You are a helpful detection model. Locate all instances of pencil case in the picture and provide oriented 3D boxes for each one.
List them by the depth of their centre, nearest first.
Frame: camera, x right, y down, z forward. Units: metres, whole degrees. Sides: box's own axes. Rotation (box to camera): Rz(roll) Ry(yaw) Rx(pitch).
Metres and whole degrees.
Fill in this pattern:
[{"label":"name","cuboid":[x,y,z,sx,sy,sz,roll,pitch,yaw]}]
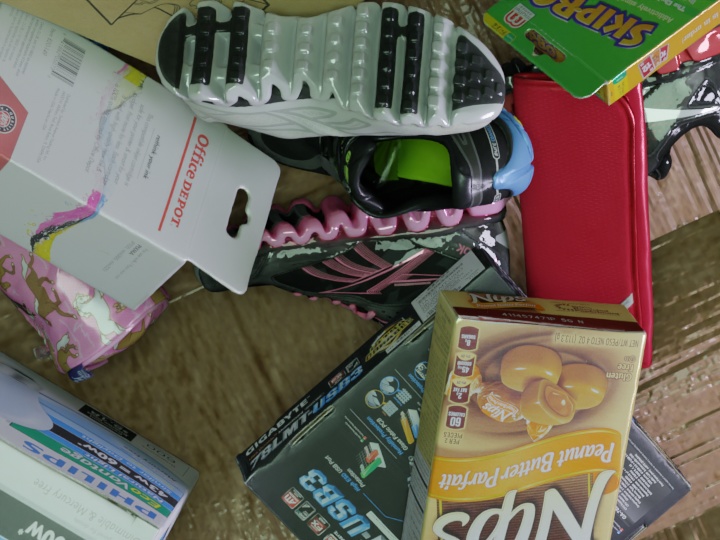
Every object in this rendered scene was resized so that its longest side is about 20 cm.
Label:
[{"label":"pencil case","cuboid":[-0.206,-0.028,1.755,0.087,0.083,0.200,-39,92,-11]}]

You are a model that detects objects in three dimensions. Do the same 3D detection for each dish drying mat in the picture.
[{"label":"dish drying mat","cuboid":[0.134,-0.027,1.728,0.077,0.018,0.200,0,121,10]}]

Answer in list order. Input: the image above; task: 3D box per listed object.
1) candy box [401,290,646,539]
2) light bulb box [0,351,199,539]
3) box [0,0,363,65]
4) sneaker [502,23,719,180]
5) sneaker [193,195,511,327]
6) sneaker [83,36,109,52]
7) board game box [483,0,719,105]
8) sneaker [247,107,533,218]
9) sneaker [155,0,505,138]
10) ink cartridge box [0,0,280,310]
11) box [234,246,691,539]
[{"label":"candy box","cuboid":[0.091,0.117,1.696,0.115,0.055,0.200,5,107,-11]},{"label":"light bulb box","cuboid":[-0.217,0.137,1.710,0.198,0.200,0.125,31,96,-1]},{"label":"box","cuboid":[-0.109,-0.172,1.646,0.200,0.163,0.021,21,55,-26]},{"label":"sneaker","cuboid":[0.138,-0.090,1.739,0.200,0.071,0.098,-18,104,11]},{"label":"sneaker","cuboid":[0.000,0.000,1.758,0.200,0.079,0.096,-10,106,5]},{"label":"sneaker","cuboid":[-0.204,-0.213,1.743,0.081,0.077,0.200,-5,91,9]},{"label":"board game box","cuboid":[0.175,-0.173,1.695,0.200,0.030,0.096,-35,54,-18]},{"label":"sneaker","cuboid":[0.007,-0.076,1.709,0.199,0.083,0.071,15,120,38]},{"label":"sneaker","cuboid":[-0.014,-0.108,1.659,0.200,0.081,0.075,7,67,10]},{"label":"ink cartridge box","cuboid":[-0.153,-0.059,1.702,0.200,0.117,0.067,31,137,-18]},{"label":"box","cuboid":[0.063,0.122,1.747,0.198,0.050,0.200,-41,109,6]}]
